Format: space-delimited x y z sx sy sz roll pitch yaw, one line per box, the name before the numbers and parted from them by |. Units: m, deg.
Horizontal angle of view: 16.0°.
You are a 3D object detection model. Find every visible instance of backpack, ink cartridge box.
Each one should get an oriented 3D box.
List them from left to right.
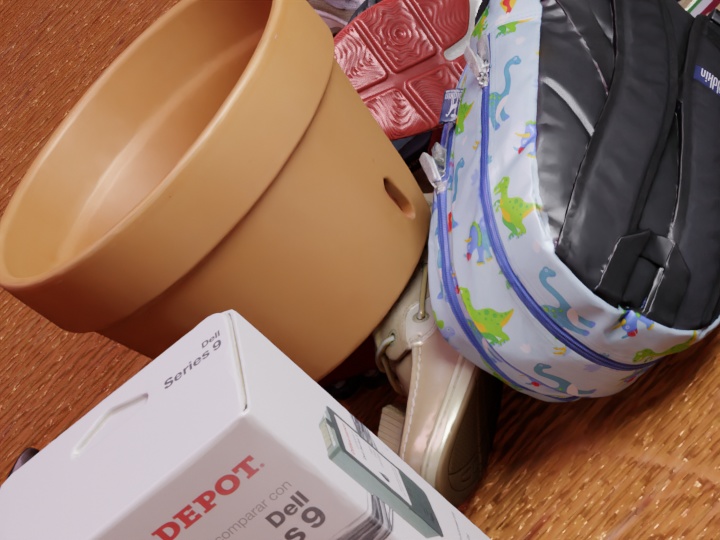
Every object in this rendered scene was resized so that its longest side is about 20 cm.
ink cartridge box | -0.040 0.136 1.099 0.146 0.200 0.084 -40 29 15
backpack | 0.108 -0.036 1.191 0.154 0.163 0.200 -42 33 29

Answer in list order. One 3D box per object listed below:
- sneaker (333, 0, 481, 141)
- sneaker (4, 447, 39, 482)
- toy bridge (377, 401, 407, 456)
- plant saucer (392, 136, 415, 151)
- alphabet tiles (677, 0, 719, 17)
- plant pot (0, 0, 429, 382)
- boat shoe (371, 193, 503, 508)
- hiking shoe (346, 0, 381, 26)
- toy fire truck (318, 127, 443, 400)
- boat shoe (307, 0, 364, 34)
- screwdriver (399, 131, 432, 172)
sneaker | 0.041 -0.110 1.384 0.200 0.078 0.116 -30 -6 -26
sneaker | -0.118 0.143 1.304 0.199 0.114 0.076 -7 48 49
toy bridge | -0.038 0.071 1.318 0.200 0.027 0.067 26 113 42
plant saucer | -0.040 -0.022 1.435 0.070 0.019 0.200 -43 3 -38
alphabet tiles | 0.127 -0.082 1.367 0.200 0.008 0.167 -46 27 2
plant pot | -0.061 -0.030 1.243 0.200 0.140 0.200 -39 25 22
boat shoe | 0.036 0.035 1.242 0.065 0.072 0.200 4 46 10
hiking shoe | -0.020 -0.084 1.489 0.200 0.074 0.087 -37 -18 -15
toy fire truck | 0.000 0.000 1.384 0.200 0.049 0.141 -22 37 44
boat shoe | 0.006 -0.189 1.608 0.074 0.065 0.202 -37 20 -17
screwdriver | 0.073 -0.109 1.454 0.200 0.029 0.028 -41 27 21
